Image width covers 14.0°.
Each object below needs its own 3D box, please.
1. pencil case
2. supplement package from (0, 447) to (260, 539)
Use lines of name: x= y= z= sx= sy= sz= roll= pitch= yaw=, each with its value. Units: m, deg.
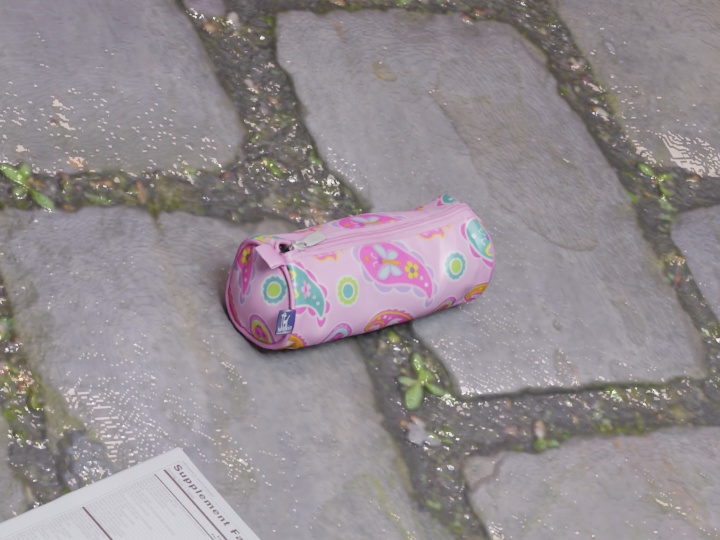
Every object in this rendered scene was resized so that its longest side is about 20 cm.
pencil case: x=0.000 y=0.000 z=2.105 sx=0.200 sy=0.088 sz=0.087 roll=-12 pitch=52 yaw=-36
supplement package: x=-0.164 y=0.209 z=1.777 sx=0.200 sy=0.110 sz=0.114 roll=-21 pitch=57 yaw=-40
